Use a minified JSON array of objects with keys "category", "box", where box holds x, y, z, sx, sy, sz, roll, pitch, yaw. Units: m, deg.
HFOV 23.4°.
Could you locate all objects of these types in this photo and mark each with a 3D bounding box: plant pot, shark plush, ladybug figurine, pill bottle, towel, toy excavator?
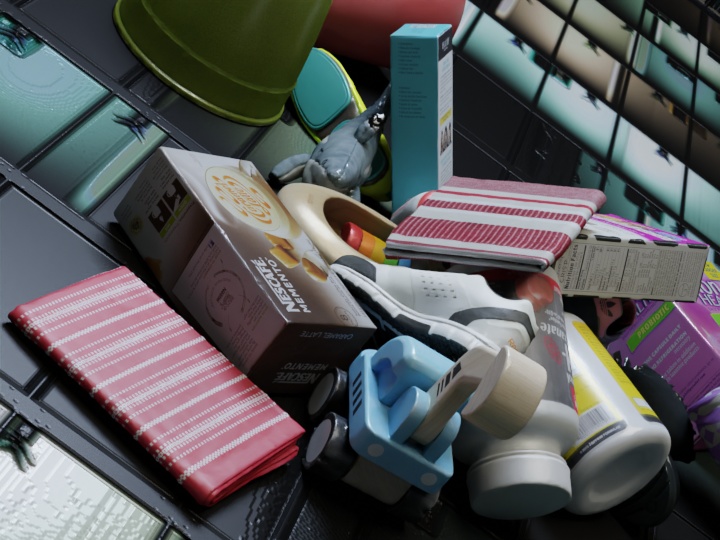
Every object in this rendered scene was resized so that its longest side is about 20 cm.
[{"category":"plant pot","box":[-0.109,-0.281,1.723,0.200,0.193,0.200,31,25,-16]},{"category":"shark plush","box":[0.004,-0.116,1.667,0.091,0.083,0.200,45,45,6]},{"category":"ladybug figurine","box":[0.000,0.000,1.527,0.200,0.072,0.136,32,26,-14]},{"category":"pill bottle","box":[0.120,0.097,1.427,0.111,0.111,0.200,19,55,-37]},{"category":"pill bottle","box":[0.175,0.108,1.532,0.112,0.112,0.200,10,37,-47]},{"category":"towel","box":[-0.143,0.081,1.252,0.200,0.022,0.145,42,26,12]},{"category":"plant pot","box":[-0.008,-0.329,1.971,0.177,0.200,0.200,-4,46,-41]},{"category":"toy excavator","box":[0.052,0.096,1.276,0.100,0.200,0.194,30,25,-17]},{"category":"towel","box":[0.116,-0.038,1.474,0.144,0.023,0.200,6,20,20]}]

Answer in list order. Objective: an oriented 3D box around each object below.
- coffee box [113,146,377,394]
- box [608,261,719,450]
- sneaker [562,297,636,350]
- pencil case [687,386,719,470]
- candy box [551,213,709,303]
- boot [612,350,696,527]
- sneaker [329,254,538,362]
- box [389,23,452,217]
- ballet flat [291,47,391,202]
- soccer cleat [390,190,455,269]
[{"category":"coffee box","box":[-0.094,0.001,1.388,0.114,0.080,0.200,6,40,-50]},{"category":"box","box":[0.359,0.086,1.843,0.176,0.097,0.200,6,39,-50]},{"category":"sneaker","box":[0.234,0.054,1.693,0.200,0.082,0.070,14,65,-71]},{"category":"pencil case","box":[0.381,0.196,1.645,0.084,0.086,0.200,-19,75,-23]},{"category":"candy box","box":[0.202,-0.016,1.604,0.200,0.061,0.136,4,11,-37]},{"category":"boot","box":[0.264,0.157,1.628,0.162,0.073,0.198,17,33,-50]},{"category":"sneaker","box":[0.057,0.032,1.393,0.200,0.074,0.080,27,59,37]},{"category":"box","box":[0.060,-0.137,1.705,0.049,0.200,0.082,2,16,12]},{"category":"ballet flat","box":[-0.014,-0.144,1.789,0.067,0.067,0.200,41,15,-54]},{"category":"soccer cleat","box":[0.105,0.008,1.669,0.200,0.085,0.069,51,54,-17]}]
